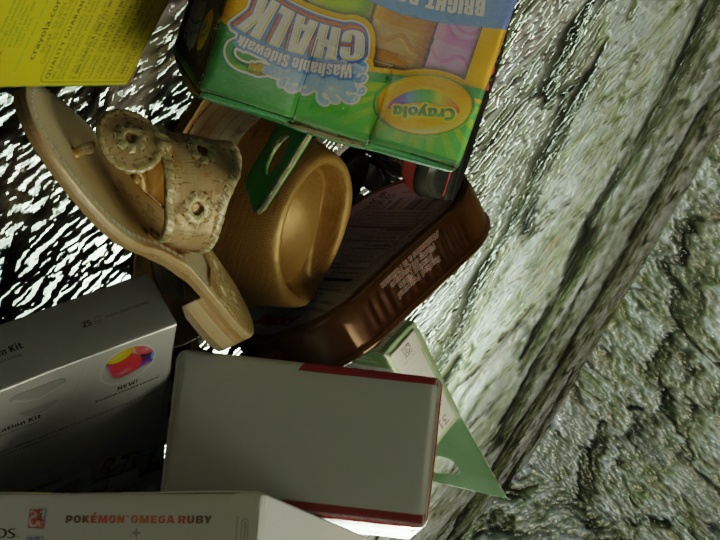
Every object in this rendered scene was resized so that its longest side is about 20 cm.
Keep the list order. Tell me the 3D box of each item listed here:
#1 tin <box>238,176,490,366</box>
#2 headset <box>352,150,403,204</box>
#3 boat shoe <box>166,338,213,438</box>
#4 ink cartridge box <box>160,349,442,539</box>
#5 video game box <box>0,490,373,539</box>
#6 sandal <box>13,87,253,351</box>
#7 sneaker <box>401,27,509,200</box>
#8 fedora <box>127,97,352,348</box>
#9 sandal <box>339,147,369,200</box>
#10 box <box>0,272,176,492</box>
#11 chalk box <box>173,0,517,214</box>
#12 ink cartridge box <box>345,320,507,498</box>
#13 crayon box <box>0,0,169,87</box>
[{"bbox_3d":[0.000,0.000,0.961,0.200,0.042,0.112,-42,-156,-31],"label":"tin"},{"bbox_3d":[0.003,-0.057,1.129,0.124,0.094,0.200,-55,-179,-15],"label":"headset"},{"bbox_3d":[-0.125,0.072,0.969,0.073,0.074,0.200,-53,166,-3],"label":"boat shoe"},{"bbox_3d":[-0.032,0.108,0.873,0.200,0.144,0.084,90,6,-79],"label":"ink cartridge box"},{"bbox_3d":[-0.097,0.157,0.803,0.200,0.182,0.047,41,52,-62],"label":"video game box"},{"bbox_3d":[-0.086,-0.038,0.728,0.070,0.078,0.212,-27,141,6],"label":"sandal"},{"bbox_3d":[0.039,-0.113,0.968,0.200,0.087,0.074,-69,176,-54],"label":"sneaker"},{"bbox_3d":[-0.059,-0.031,0.869,0.201,0.082,0.201,-58,163,-30],"label":"fedora"},{"bbox_3d":[-0.055,-0.029,1.041,0.075,0.045,0.200,-36,171,-37],"label":"sandal"},{"bbox_3d":[-0.182,0.097,0.806,0.156,0.041,0.200,-21,151,-23],"label":"box"},{"bbox_3d":[-0.006,-0.121,0.660,0.124,0.124,0.200,-123,-130,-69],"label":"chalk box"},{"bbox_3d":[0.019,0.119,1.202,0.048,0.145,0.200,-47,125,-32],"label":"ink cartridge box"},{"bbox_3d":[-0.130,-0.134,0.548,0.127,0.051,0.200,-59,165,17],"label":"crayon box"}]
